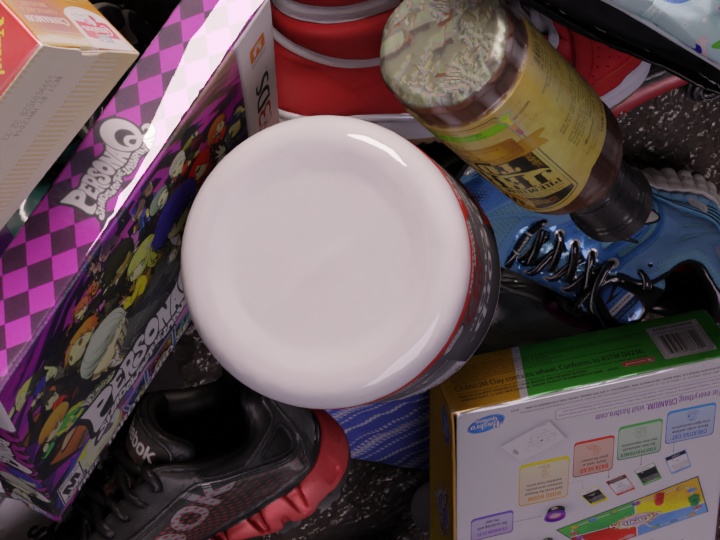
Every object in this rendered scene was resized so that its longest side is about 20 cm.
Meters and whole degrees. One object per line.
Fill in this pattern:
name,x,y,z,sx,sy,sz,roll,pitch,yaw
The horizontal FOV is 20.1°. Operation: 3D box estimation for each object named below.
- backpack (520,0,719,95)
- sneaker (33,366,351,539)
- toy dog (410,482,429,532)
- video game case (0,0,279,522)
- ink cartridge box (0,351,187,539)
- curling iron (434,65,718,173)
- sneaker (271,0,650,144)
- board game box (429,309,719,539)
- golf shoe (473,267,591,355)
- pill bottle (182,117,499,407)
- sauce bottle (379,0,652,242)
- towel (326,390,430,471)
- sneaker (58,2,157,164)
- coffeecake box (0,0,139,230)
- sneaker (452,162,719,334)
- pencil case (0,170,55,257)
backpack,0.112,-0.170,0.867,0.200,0.178,0.151,16,112,-24
sneaker,-0.105,0.111,0.955,0.200,0.071,0.098,-34,134,-2
toy dog,0.024,0.173,1.170,0.200,0.132,0.096,-42,95,5
video game case,-0.098,-0.005,0.861,0.200,0.036,0.181,-58,168,-19
ink cartridge box,-0.200,0.090,0.998,0.200,0.084,0.146,14,120,-33
curling iron,0.127,-0.079,1.051,0.200,0.026,0.050,-19,131,-9
sneaker,0.049,-0.122,0.949,0.200,0.071,0.113,-10,134,-15
board game box,0.113,0.124,1.065,0.153,0.040,0.200,-10,127,-13
golf shoe,0.042,0.027,1.070,0.200,0.075,0.092,18,122,-34
pill bottle,0.000,0.000,0.885,0.116,0.116,0.200,-36,173,6
sauce bottle,0.079,-0.063,0.909,0.065,0.065,0.200,-41,145,11
towel,0.035,0.085,1.099,0.200,0.024,0.145,14,153,-33
sneaker,-0.146,-0.087,0.898,0.080,0.078,0.200,-9,153,32
coffeecake box,-0.207,-0.092,0.762,0.154,0.200,0.073,-49,165,18
sneaker,0.121,-0.013,1.043,0.200,0.090,0.078,8,142,-33
pencil case,-0.227,-0.015,0.887,0.200,0.092,0.085,10,165,-24
